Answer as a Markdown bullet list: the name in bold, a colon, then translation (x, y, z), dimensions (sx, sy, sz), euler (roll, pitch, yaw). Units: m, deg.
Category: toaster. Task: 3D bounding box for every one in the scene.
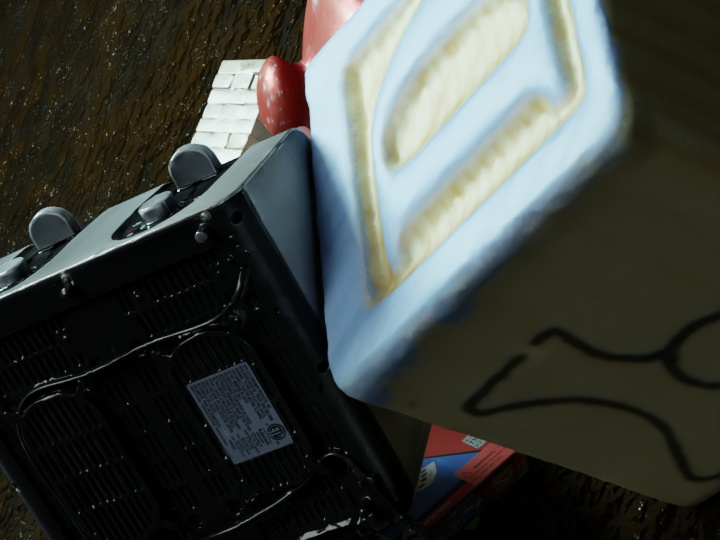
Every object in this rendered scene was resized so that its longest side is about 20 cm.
- **toaster**: translation (-0.070, 0.053, 0.839), dimensions (0.180, 0.201, 0.119), euler (-22, 19, 23)

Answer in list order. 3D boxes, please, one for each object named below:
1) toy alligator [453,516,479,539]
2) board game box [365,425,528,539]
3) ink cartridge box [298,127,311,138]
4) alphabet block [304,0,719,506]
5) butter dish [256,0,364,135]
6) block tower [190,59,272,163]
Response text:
- **toy alligator**: translation (0.020, 0.164, 0.974), dimensions (0.054, 0.059, 0.201), euler (27, 97, 20)
- **board game box**: translation (-0.022, 0.132, 0.884), dimensions (0.200, 0.020, 0.103), euler (-38, 36, -28)
- **ink cartridge box**: translation (0.000, 0.000, 1.043), dimensions (0.068, 0.114, 0.201), euler (-56, 31, 27)
- **alphabet block**: translation (0.112, -0.042, 0.785), dimensions (0.195, 0.199, 0.198), euler (-43, 39, 39)
- **butter dish**: translation (0.016, -0.102, 0.991), dimensions (0.200, 0.147, 0.201), euler (-119, 24, -52)
- **block tower**: translation (-0.084, -0.027, 1.104), dimensions (0.054, 0.058, 0.201), euler (5, 70, 44)
